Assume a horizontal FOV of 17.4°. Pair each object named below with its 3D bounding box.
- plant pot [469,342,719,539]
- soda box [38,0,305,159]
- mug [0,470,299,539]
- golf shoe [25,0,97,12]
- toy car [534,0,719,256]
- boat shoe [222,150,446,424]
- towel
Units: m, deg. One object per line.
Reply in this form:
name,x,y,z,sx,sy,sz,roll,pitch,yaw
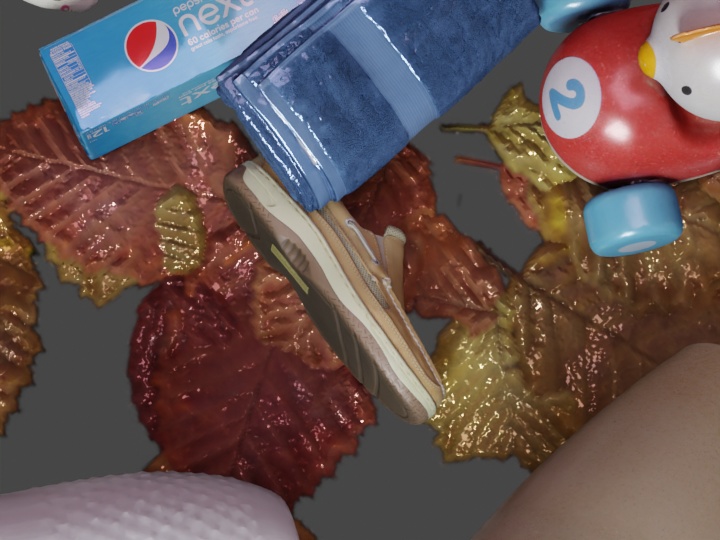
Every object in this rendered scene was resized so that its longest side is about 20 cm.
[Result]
plant pot,0.182,0.148,1.391,0.187,0.187,0.200,34,66,6
soda box,-0.099,-0.148,1.488,0.199,0.068,0.064,-26,79,-6
mug,-0.123,0.215,1.390,0.175,0.148,0.201,-9,109,-14
golf shoe,-0.194,-0.259,1.518,0.088,0.077,0.201,25,67,-29
toy car,0.200,-0.127,1.421,0.176,0.200,0.185,-11,79,-3
boat shoe,0.000,0.000,1.464,0.076,0.072,0.200,-33,81,-19
towel,0.014,-0.135,1.442,0.200,0.049,0.112,-42,107,-14
